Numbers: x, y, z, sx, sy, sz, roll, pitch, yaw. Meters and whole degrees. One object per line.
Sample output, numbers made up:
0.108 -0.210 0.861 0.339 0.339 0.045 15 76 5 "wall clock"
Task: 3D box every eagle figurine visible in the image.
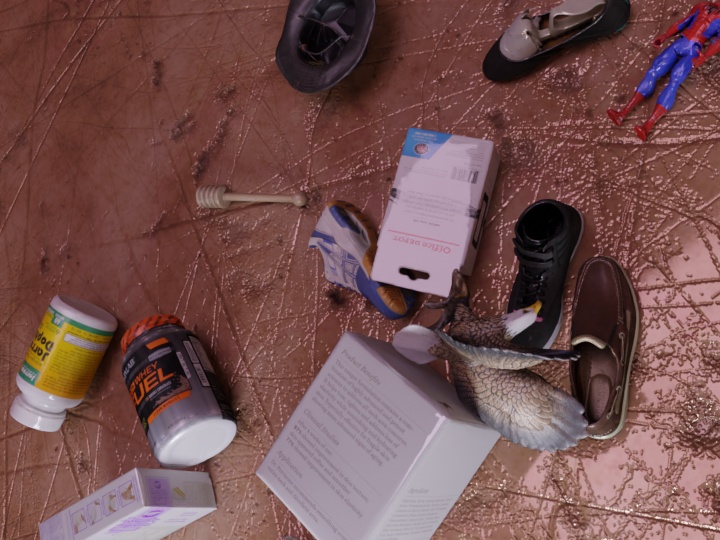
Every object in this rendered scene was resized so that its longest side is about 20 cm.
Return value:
0.143 0.089 0.834 0.152 0.151 0.200 -61 36 25 "eagle figurine"

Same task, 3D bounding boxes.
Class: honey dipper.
-0.166 -0.114 1.202 0.198 0.038 0.038 3 77 30 "honey dipper"

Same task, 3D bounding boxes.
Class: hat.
-0.032 -0.349 1.163 0.199 0.081 0.203 -10 75 37 "hat"

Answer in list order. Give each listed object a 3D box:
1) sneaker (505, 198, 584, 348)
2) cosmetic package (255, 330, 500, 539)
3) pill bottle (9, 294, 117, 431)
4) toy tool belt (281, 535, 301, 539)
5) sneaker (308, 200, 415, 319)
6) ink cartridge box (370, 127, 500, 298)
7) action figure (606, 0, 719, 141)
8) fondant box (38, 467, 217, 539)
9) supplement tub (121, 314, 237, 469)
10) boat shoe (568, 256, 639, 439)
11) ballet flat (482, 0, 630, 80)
0.197 0.008 0.898 0.070 0.099 0.202 16 86 32 "sneaker"
0.025 0.207 0.905 0.167 0.166 0.201 38 97 34 "cosmetic package"
-0.486 0.152 1.273 0.112 0.113 0.201 26 90 35 "pill bottle"
-0.040 0.410 0.930 0.199 0.124 0.124 13 114 37 "toy tool belt"
0.000 0.000 1.052 0.088 0.075 0.201 -52 52 28 "sneaker"
0.095 -0.067 0.990 0.115 0.068 0.202 13 82 20 "ink cartridge box"
0.370 -0.248 0.901 0.200 0.052 0.065 -52 52 5 "action figure"
-0.324 0.344 1.094 0.199 0.144 0.059 -33 60 20 "fondant box"
-0.266 0.169 1.125 0.122 0.122 0.201 -42 58 14 "supplement tub"
0.261 0.077 0.851 0.074 0.075 0.204 -7 72 30 "boat shoe"
0.235 -0.306 0.987 0.199 0.068 0.069 -21 66 26 "ballet flat"
